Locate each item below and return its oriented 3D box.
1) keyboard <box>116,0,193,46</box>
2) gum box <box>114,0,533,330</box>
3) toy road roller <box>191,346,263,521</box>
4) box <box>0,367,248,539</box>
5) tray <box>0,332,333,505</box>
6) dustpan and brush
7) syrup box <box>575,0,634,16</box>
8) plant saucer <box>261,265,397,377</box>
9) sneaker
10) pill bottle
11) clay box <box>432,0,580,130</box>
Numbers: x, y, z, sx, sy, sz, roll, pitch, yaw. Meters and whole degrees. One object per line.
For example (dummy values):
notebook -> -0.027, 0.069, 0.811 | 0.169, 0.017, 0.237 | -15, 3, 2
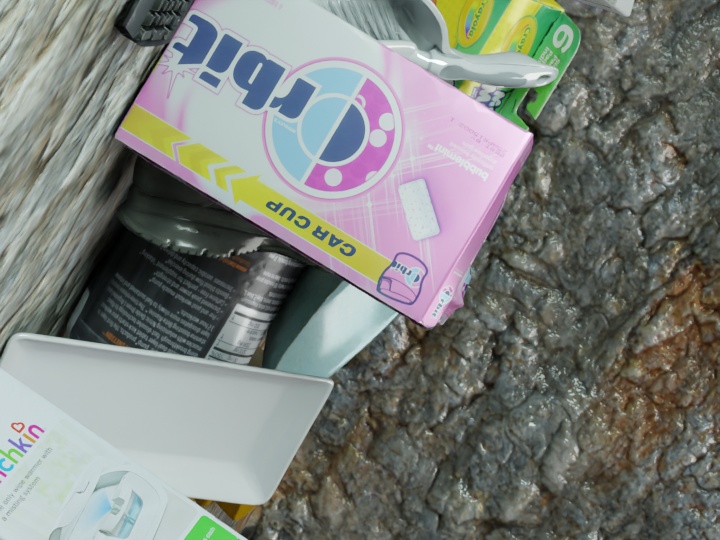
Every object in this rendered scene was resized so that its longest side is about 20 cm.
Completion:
keyboard -> -0.050, -0.195, 1.329 | 0.201, 0.021, 0.127 | -58, 176, 14
gum box -> -0.013, -0.064, 1.455 | 0.114, 0.199, 0.066 | -59, 175, -2
toy road roller -> -0.132, 0.120, 2.015 | 0.146, 0.123, 0.200 | -39, 167, -27
box -> -0.176, 0.183, 1.516 | 0.097, 0.176, 0.200 | -51, 172, -42
tray -> -0.124, 0.081, 1.579 | 0.108, 0.199, 0.022 | -61, -147, 33
dustpan and brush -> 0.018, -0.124, 1.556 | 0.199, 0.057, 0.140 | -4, 141, -30
syrup box -> 0.132, -0.219, 1.772 | 0.200, 0.081, 0.079 | 2, 105, -77
plant saucer -> 0.000, 0.000, 1.700 | 0.201, 0.039, 0.201 | -44, 168, -12
sneaker -> -0.032, -0.048, 1.536 | 0.076, 0.199, 0.091 | -147, -113, -63
pill bottle -> -0.103, 0.015, 1.633 | 0.201, 0.106, 0.106 | -58, 176, 8
clay box -> 0.042, -0.147, 1.662 | 0.047, 0.200, 0.115 | 15, 113, -41
